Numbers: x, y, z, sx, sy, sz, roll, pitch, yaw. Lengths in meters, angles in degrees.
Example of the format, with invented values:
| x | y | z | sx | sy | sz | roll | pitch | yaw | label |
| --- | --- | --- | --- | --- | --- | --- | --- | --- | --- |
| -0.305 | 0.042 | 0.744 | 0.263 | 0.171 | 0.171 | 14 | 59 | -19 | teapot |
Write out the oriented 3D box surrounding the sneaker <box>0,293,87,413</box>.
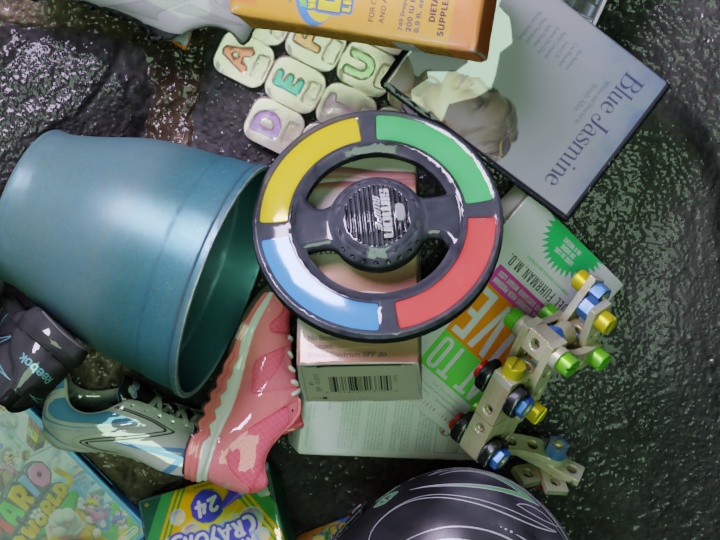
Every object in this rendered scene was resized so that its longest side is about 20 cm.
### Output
| x | y | z | sx | sy | sz | roll | pitch | yaw | label |
| --- | --- | --- | --- | --- | --- | --- | --- | --- | --- |
| -0.285 | 0.070 | 1.333 | 0.075 | 0.200 | 0.079 | 41 | 79 | -14 | sneaker |

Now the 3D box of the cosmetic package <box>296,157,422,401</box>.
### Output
| x | y | z | sx | sy | sz | roll | pitch | yaw | label |
| --- | --- | --- | --- | --- | --- | --- | --- | --- | --- |
| 0.000 | 0.000 | 1.326 | 0.103 | 0.087 | 0.201 | -2 | 65 | 2 | cosmetic package |

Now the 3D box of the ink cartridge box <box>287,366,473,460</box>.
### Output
| x | y | z | sx | sy | sz | roll | pitch | yaw | label |
| --- | --- | --- | --- | --- | --- | --- | --- | --- | --- |
| 0.042 | 0.085 | 1.434 | 0.199 | 0.047 | 0.161 | 4 | 104 | -17 | ink cartridge box |

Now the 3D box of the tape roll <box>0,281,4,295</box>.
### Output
| x | y | z | sx | sy | sz | roll | pitch | yaw | label |
| --- | --- | --- | --- | --- | --- | --- | --- | --- | --- |
| -0.331 | 0.047 | 1.325 | 0.037 | 0.203 | 0.204 | 12 | 104 | -4 | tape roll |

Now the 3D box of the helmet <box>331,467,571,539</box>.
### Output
| x | y | z | sx | sy | sz | roll | pitch | yaw | label |
| --- | --- | --- | --- | --- | --- | --- | --- | --- | --- |
| 0.089 | 0.262 | 1.332 | 0.190 | 0.200 | 0.201 | -20 | 104 | 4 | helmet |

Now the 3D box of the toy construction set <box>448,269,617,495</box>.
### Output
| x | y | z | sx | sy | sz | roll | pitch | yaw | label |
| --- | --- | --- | --- | --- | --- | --- | --- | --- | --- |
| 0.149 | 0.104 | 1.365 | 0.092 | 0.131 | 0.201 | 28 | 125 | 33 | toy construction set |

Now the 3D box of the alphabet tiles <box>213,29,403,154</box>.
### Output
| x | y | z | sx | sy | sz | roll | pitch | yaw | label |
| --- | --- | --- | --- | --- | --- | --- | --- | --- | --- |
| -0.016 | -0.183 | 1.372 | 0.195 | 0.015 | 0.201 | 26 | 102 | -7 | alphabet tiles |

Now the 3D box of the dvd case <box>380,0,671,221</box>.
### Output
| x | y | z | sx | sy | sz | roll | pitch | yaw | label |
| --- | --- | --- | --- | --- | --- | --- | --- | --- | --- |
| 0.135 | -0.152 | 1.316 | 0.200 | 0.018 | 0.143 | 34 | 99 | -15 | dvd case |

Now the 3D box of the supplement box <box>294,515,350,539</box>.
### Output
| x | y | z | sx | sy | sz | roll | pitch | yaw | label |
| --- | --- | --- | --- | --- | --- | --- | --- | --- | --- |
| 0.018 | 0.254 | 1.456 | 0.199 | 0.067 | 0.069 | -23 | 104 | 4 | supplement box |

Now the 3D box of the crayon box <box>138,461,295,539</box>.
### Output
| x | y | z | sx | sy | sz | roll | pitch | yaw | label |
| --- | --- | --- | --- | --- | --- | --- | --- | --- | --- |
| -0.113 | 0.281 | 1.402 | 0.125 | 0.052 | 0.201 | -18 | 62 | 7 | crayon box |

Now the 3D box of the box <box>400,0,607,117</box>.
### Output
| x | y | z | sx | sy | sz | roll | pitch | yaw | label |
| --- | --- | --- | --- | --- | --- | --- | --- | --- | --- |
| 0.125 | -0.199 | 1.342 | 0.116 | 0.060 | 0.201 | 22 | 102 | -13 | box |

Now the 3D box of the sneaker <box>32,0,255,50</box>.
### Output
| x | y | z | sx | sy | sz | roll | pitch | yaw | label |
| --- | --- | --- | --- | --- | --- | --- | --- | --- | --- |
| -0.178 | -0.223 | 1.325 | 0.199 | 0.074 | 0.080 | 2 | 100 | -2 | sneaker |

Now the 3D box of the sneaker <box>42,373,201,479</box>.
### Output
| x | y | z | sx | sy | sz | roll | pitch | yaw | label |
| --- | --- | --- | --- | --- | --- | --- | --- | --- | --- |
| -0.180 | 0.135 | 1.418 | 0.199 | 0.072 | 0.073 | 10 | 110 | -5 | sneaker |

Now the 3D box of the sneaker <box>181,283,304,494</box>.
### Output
| x | y | z | sx | sy | sz | roll | pitch | yaw | label |
| --- | --- | --- | --- | --- | --- | --- | --- | --- | --- |
| -0.081 | 0.100 | 1.389 | 0.086 | 0.074 | 0.201 | 23 | 77 | -1 | sneaker |

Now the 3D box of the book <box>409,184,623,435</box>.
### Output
| x | y | z | sx | sy | sz | roll | pitch | yaw | label |
| --- | --- | --- | --- | --- | --- | --- | --- | --- | --- |
| 0.116 | 0.044 | 1.397 | 0.133 | 0.048 | 0.200 | 41 | 91 | -25 | book |

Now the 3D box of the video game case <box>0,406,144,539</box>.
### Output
| x | y | z | sx | sy | sz | roll | pitch | yaw | label |
| --- | --- | --- | --- | --- | --- | --- | --- | --- | --- |
| -0.308 | 0.209 | 1.461 | 0.143 | 0.018 | 0.200 | -41 | 101 | 9 | video game case |

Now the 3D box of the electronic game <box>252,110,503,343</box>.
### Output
| x | y | z | sx | sy | sz | roll | pitch | yaw | label |
| --- | --- | --- | --- | --- | --- | --- | --- | --- | --- |
| 0.013 | -0.037 | 1.271 | 0.199 | 0.042 | 0.201 | -1 | 65 | 1 | electronic game |

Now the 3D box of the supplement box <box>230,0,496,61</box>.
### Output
| x | y | z | sx | sy | sz | roll | pitch | yaw | label |
| --- | --- | --- | --- | --- | --- | --- | --- | --- | --- |
| 0.003 | -0.212 | 1.255 | 0.199 | 0.069 | 0.067 | 10 | 94 | 14 | supplement box |

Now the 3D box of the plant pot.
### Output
| x | y | z | sx | sy | sz | roll | pitch | yaw | label |
| --- | --- | --- | --- | --- | --- | --- | --- | --- | --- |
| -0.193 | -0.023 | 1.324 | 0.187 | 0.200 | 0.201 | 21 | 103 | 8 | plant pot |
